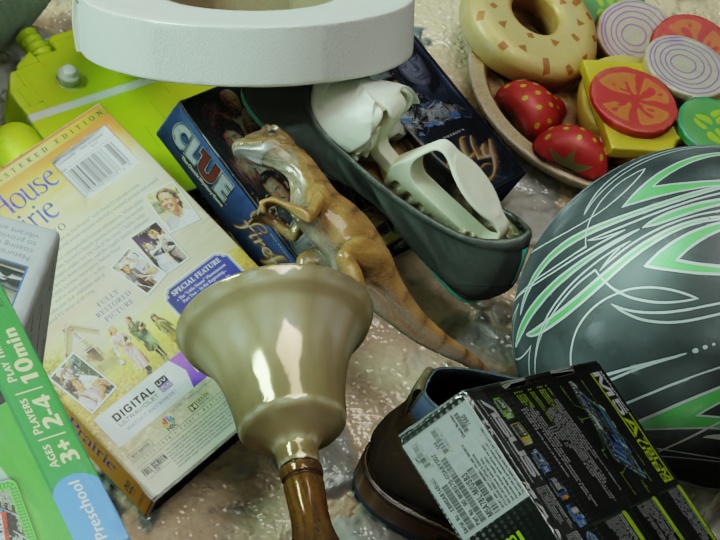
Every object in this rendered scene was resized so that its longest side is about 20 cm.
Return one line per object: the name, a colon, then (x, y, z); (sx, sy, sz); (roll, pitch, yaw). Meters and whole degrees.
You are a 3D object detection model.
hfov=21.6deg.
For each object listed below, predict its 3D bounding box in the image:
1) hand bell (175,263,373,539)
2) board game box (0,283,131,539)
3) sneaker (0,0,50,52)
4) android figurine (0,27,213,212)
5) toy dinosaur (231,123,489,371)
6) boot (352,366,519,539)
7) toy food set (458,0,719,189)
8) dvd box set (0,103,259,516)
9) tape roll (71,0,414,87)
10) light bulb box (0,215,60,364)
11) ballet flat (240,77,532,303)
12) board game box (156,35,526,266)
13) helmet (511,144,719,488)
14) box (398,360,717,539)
hand bell: (-0.028, 0.107, 0.924); (0.104, 0.104, 0.200); (0, 54, -17)
board game box: (-0.209, 0.082, 0.713); (0.200, 0.037, 0.151); (-19, 61, -25)
sneaker: (-0.263, -0.182, 1.118); (0.114, 0.073, 0.200); (46, 20, 7)
android figurine: (-0.136, -0.084, 1.147); (0.182, 0.041, 0.200); (-21, 61, -31)
toy dinosaur: (0.000, 0.000, 1.034); (0.200, 0.060, 0.106); (51, 46, -2)
boot: (0.100, 0.118, 1.004); (0.200, 0.097, 0.075); (19, 47, -1)
toy food set: (0.169, -0.129, 1.275); (0.198, 0.049, 0.200); (1, 49, -17)
dvd box set: (-0.131, 0.018, 1.034); (0.200, 0.029, 0.146); (45, 57, 8)
tape roll: (-0.068, -0.149, 1.120); (0.203, 0.037, 0.203); (1, 20, 0)
light bulb box: (-0.227, 0.098, 0.850); (0.125, 0.198, 0.200); (15, 47, -2)
ballet flat: (0.022, -0.067, 1.088); (0.200, 0.068, 0.068); (40, 44, 0)
board game box: (-0.008, -0.071, 1.144); (0.200, 0.035, 0.136); (-28, 75, -42)
helmet: (0.188, 0.024, 1.065); (0.191, 0.200, 0.200); (14, 45, -29)
box: (0.120, 0.139, 0.875); (0.200, 0.048, 0.193); (57, 19, 12)
